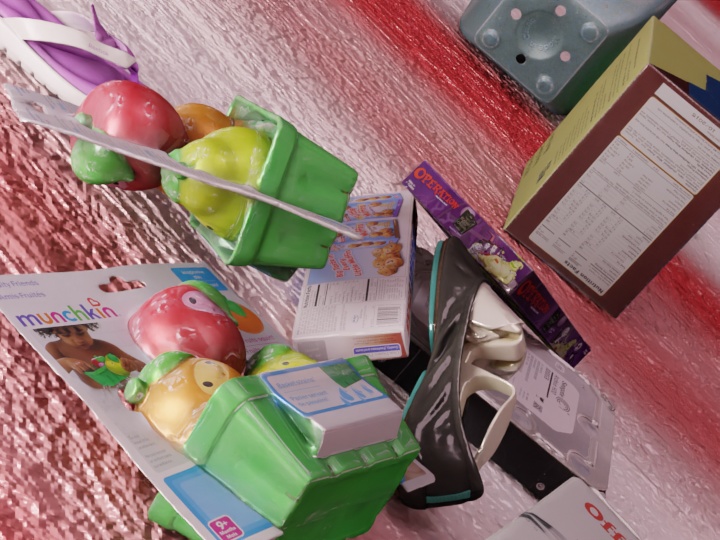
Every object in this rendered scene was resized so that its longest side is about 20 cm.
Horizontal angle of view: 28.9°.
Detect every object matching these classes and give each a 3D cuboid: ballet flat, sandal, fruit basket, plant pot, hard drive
[{"bbox_3d":[0.066,0.064,0.867,0.068,0.068,0.201,4,51,13],"label":"ballet flat"},{"bbox_3d":[-0.199,-0.159,0.938,0.202,0.050,0.083,37,25,-9],"label":"sandal"},{"bbox_3d":[-0.112,-0.062,0.828,0.198,0.095,0.185,12,9,-20],"label":"fruit basket"},{"bbox_3d":[-0.071,0.055,0.720,0.200,0.094,0.185,48,26,23],"label":"fruit basket"},{"bbox_3d":[0.231,-0.296,1.619,0.195,0.197,0.200,40,32,0],"label":"plant pot"},{"bbox_3d":[0.093,0.074,0.983,0.200,0.038,0.140,40,25,-3],"label":"hard drive"}]

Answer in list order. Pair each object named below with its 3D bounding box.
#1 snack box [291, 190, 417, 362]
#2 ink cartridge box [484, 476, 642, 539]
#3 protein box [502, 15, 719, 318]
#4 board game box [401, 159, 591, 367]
[{"bbox_3d":[0.000,0.000,0.939,0.200,0.071,0.025,-82,164,-61],"label":"snack box"},{"bbox_3d":[0.104,0.207,0.724,0.147,0.083,0.200,48,27,16],"label":"ink cartridge box"},{"bbox_3d":[0.256,-0.100,1.303,0.135,0.200,0.199,38,25,-4],"label":"protein box"},{"bbox_3d":[0.105,0.001,1.033,0.120,0.032,0.200,43,0,27],"label":"board game box"}]
